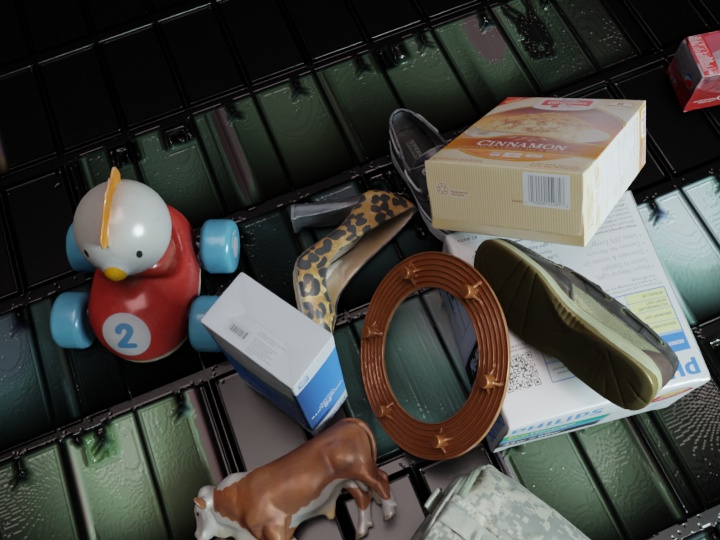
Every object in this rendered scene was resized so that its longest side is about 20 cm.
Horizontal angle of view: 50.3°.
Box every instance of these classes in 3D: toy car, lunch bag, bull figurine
[{"bbox_3d":[-0.236,-0.015,0.778,0.183,0.200,0.178,1,66,4],"label":"toy car"},{"bbox_3d":[0.135,0.267,0.652,0.200,0.168,0.139,35,73,16],"label":"lunch bag"},{"bbox_3d":[-0.064,0.225,0.739,0.199,0.065,0.122,-30,72,-8],"label":"bull figurine"}]

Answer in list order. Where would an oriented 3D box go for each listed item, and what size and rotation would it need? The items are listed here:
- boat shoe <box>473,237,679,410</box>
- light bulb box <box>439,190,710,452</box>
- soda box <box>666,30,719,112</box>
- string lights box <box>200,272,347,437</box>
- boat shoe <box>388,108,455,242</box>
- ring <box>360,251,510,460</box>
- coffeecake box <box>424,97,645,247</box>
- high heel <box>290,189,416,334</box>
[{"bbox_3d":[0.186,0.038,0.673,0.066,0.072,0.201,-21,51,-35],"label":"boat shoe"},{"bbox_3d":[0.199,0.053,0.766,0.197,0.125,0.201,-13,67,-3],"label":"light bulb box"},{"bbox_3d":[0.479,-0.251,0.914,0.199,0.070,0.064,-11,67,-2],"label":"soda box"},{"bbox_3d":[-0.074,0.088,0.724,0.103,0.200,0.059,34,73,15],"label":"string lights box"},{"bbox_3d":[0.086,-0.107,0.851,0.071,0.068,0.200,-25,54,-2],"label":"boat shoe"},{"bbox_3d":[0.062,0.081,0.741,0.019,0.200,0.201,5,58,-41],"label":"ring"},{"bbox_3d":[0.179,-0.106,0.758,0.153,0.073,0.200,9,33,32],"label":"coffeecake box"},{"bbox_3d":[0.000,0.000,0.830,0.142,0.072,0.201,-7,61,1],"label":"high heel"}]
